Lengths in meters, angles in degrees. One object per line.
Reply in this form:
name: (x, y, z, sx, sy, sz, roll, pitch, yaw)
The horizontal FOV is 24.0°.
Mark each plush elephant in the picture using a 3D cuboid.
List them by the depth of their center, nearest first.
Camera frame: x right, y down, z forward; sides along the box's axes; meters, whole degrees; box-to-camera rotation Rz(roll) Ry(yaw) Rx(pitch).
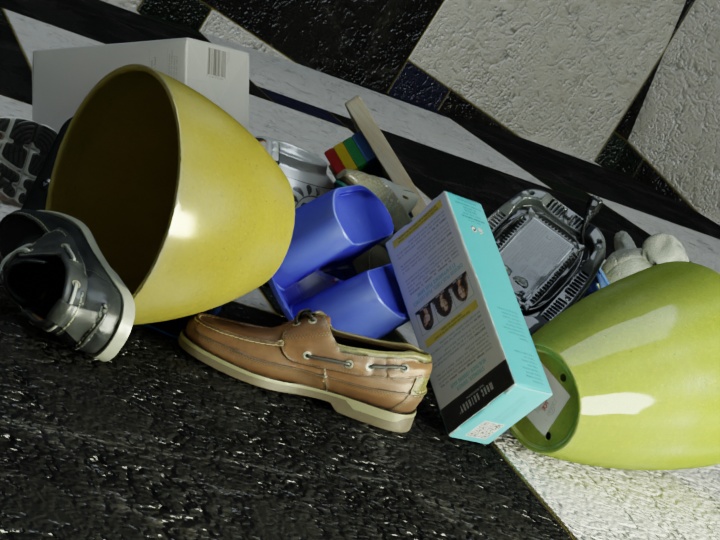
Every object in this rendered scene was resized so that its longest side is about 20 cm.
plush elephant: (0.309, 0.029, 1.881, 0.164, 0.155, 0.200, -18, 22, 14)

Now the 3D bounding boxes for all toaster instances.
toaster: (0.143, 0.019, 1.564, 0.113, 0.200, 0.129, 36, -31, 13)

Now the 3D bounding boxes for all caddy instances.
caddy: (-0.023, 0.006, 1.490, 0.142, 0.105, 0.200, 61, 16, 4)

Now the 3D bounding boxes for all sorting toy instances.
sorting toy: (0.030, -0.071, 1.891, 0.200, 0.069, 0.199, 59, 0, 12)

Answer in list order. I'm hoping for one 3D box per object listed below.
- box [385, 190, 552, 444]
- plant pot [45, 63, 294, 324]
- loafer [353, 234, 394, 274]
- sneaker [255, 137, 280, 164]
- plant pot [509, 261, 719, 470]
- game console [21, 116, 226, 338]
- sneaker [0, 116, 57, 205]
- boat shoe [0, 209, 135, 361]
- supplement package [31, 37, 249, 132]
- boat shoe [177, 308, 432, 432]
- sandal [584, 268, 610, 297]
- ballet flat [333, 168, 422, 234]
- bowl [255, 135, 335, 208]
box: (0.088, 0.038, 1.419, 0.049, 0.082, 0.201, 16, 45, -41)
plant pot: (-0.137, -0.046, 1.320, 0.142, 0.201, 0.200, 13, 14, -37)
loafer: (0.000, 0.000, 1.689, 0.075, 0.070, 0.200, 47, -11, -11)
sneaker: (-0.122, -0.091, 1.637, 0.080, 0.074, 0.200, 17, 15, -12)
plant pot: (0.219, 0.096, 1.458, 0.199, 0.188, 0.187, -9, 29, -41)
game console: (-0.196, -0.040, 1.422, 0.199, 0.171, 0.118, 23, -15, 3)
sneaker: (-0.302, -0.098, 1.618, 0.085, 0.077, 0.200, 24, 0, 41)
boat shoe: (-0.235, -0.001, 1.258, 0.067, 0.072, 0.200, 18, 13, -37)
supplement package: (-0.231, -0.172, 1.769, 0.199, 0.120, 0.121, 0, -1, 28)
boat shoe: (-0.041, 0.062, 1.334, 0.199, 0.068, 0.072, 18, 14, -11)
sandal: (0.246, 0.048, 1.773, 0.200, 0.079, 0.087, 53, -4, 23)
ballet flat: (0.041, -0.050, 1.709, 0.067, 0.062, 0.200, 32, -15, 47)
bowl: (-0.094, -0.092, 1.898, 0.200, 0.095, 0.201, 20, 12, -4)
